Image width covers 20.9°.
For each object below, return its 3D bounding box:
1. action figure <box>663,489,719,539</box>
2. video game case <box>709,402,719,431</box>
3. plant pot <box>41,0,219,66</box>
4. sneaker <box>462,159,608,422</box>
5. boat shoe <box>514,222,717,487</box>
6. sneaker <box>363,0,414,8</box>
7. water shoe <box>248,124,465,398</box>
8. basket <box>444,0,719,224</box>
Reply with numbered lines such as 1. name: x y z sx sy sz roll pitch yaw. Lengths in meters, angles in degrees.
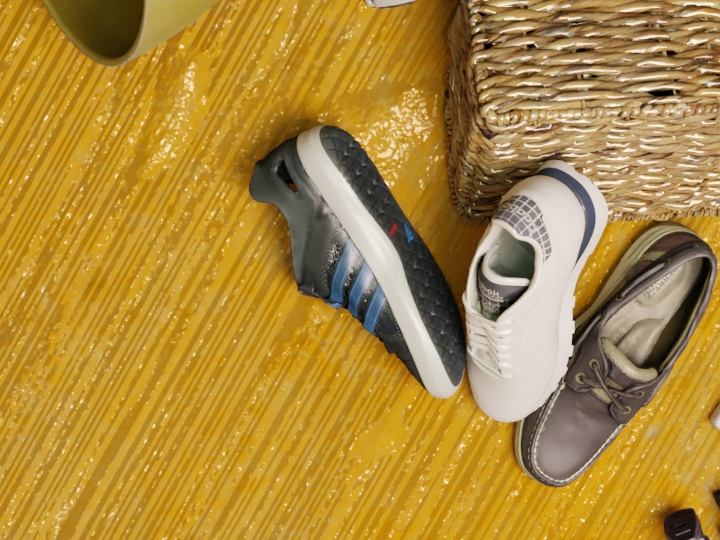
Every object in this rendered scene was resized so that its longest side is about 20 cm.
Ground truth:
1. action figure: 0.268 0.252 1.336 0.129 0.069 0.201 -24 101 -7
2. video game case: 0.371 0.085 1.348 0.199 0.023 0.183 34 93 -7
3. plant pot: -0.121 -0.243 1.195 0.141 0.200 0.201 -23 99 -27
4. sneaker: 0.094 0.024 1.249 0.076 0.080 0.201 28 132 24
5. boat shoe: 0.169 0.059 1.304 0.073 0.065 0.201 29 94 -9
6. sneaker: 0.066 -0.244 1.228 0.200 0.077 0.085 -42 117 -10
7. water shoe: 0.000 0.000 1.291 0.079 0.072 0.201 -24 101 26
8. basket: 0.156 -0.125 1.283 0.199 0.149 0.144 -3 64 -5
